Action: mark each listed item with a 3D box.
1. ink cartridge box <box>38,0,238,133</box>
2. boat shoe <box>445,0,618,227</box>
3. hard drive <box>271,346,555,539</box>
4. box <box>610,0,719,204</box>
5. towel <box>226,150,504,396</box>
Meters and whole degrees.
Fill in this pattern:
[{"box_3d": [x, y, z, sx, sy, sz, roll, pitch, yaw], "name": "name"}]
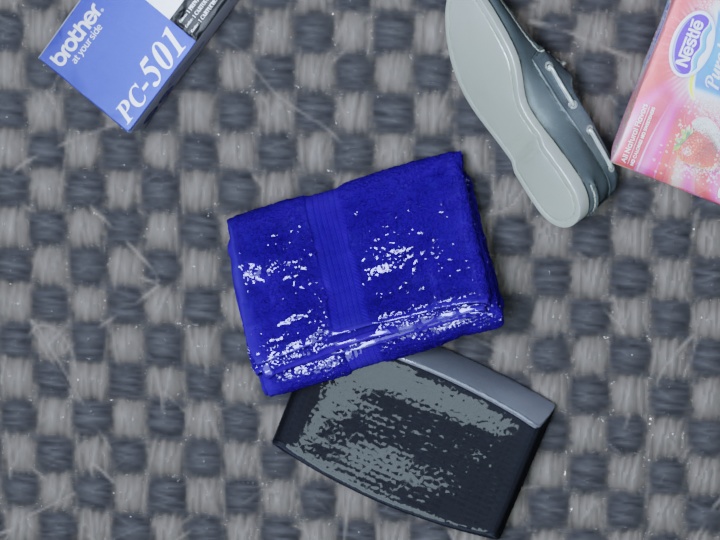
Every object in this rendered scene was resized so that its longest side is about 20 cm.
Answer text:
[{"box_3d": [-0.149, -0.213, 1.446, 0.094, 0.044, 0.200, 39, 103, 1], "name": "ink cartridge box"}, {"box_3d": [0.130, -0.132, 1.426, 0.062, 0.073, 0.201, -27, 89, -32], "name": "boat shoe"}, {"box_3d": [0.039, 0.125, 1.482, 0.199, 0.042, 0.136, 23, 102, 3], "name": "hard drive"}, {"box_3d": [0.262, -0.159, 1.374, 0.102, 0.095, 0.201, 22, 102, 4], "name": "box"}, {"box_3d": [0.000, 0.000, 1.439, 0.199, 0.050, 0.149, -17, 76, 7], "name": "towel"}]
